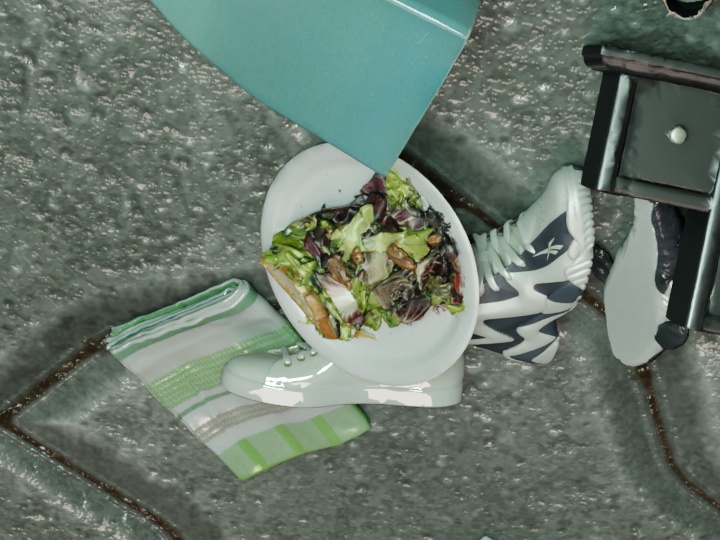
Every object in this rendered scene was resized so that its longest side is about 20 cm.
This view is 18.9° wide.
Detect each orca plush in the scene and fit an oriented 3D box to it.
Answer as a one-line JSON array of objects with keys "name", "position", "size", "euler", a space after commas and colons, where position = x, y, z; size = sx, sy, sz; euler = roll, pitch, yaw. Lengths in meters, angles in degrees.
[{"name": "orca plush", "position": [0.232, -0.014, 1.663], "size": [0.071, 0.105, 0.201], "euler": [-30, 128, -26]}]

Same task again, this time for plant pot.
[{"name": "plant pot", "position": [-0.029, -0.194, 1.452], "size": [0.199, 0.142, 0.142], "euler": [26, 133, -7]}]

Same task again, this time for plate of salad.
[{"name": "plate of salad", "position": [0.000, 0.000, 1.644], "size": [0.199, 0.048, 0.202], "euler": [16, 120, 30]}]

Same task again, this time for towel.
[{"name": "towel", "position": [-0.102, 0.097, 1.820], "size": [0.148, 0.031, 0.200], "euler": [-21, 128, 26]}]

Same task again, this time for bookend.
[{"name": "bookend", "position": [0.239, -0.043, 1.520], "size": [0.198, 0.092, 0.200], "euler": [12, 94, -3]}]

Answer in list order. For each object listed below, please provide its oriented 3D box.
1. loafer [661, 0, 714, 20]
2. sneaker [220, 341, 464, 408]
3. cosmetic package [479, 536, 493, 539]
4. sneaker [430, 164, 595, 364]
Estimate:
[{"name": "loafer", "position": [0.201, -0.246, 1.412], "size": [0.073, 0.071, 0.201], "euler": [-16, 130, 21]}, {"name": "sneaker", "position": [-0.014, 0.063, 1.748], "size": [0.198, 0.073, 0.085], "euler": [0, 106, -9]}, {"name": "cosmetic package", "position": [0.094, 0.389, 1.960], "size": [0.122, 0.200, 0.200], "euler": [31, 131, -21]}, {"name": "sneaker", "position": [0.101, -0.006, 1.654], "size": [0.128, 0.080, 0.200], "euler": [4, 145, -8]}]
